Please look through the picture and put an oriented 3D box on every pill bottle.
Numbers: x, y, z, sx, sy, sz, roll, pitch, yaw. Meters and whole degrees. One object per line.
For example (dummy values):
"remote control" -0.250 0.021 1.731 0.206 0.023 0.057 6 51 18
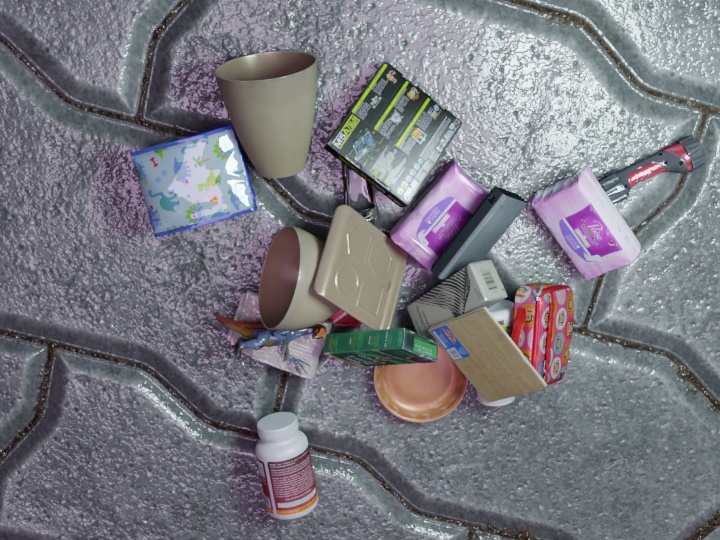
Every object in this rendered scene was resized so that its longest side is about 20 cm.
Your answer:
"pill bottle" 0.269 0.166 1.648 0.108 0.109 0.202 -6 105 1
"pill bottle" -0.158 0.407 1.708 0.112 0.113 0.202 -8 105 2

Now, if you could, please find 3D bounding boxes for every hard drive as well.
"hard drive" 0.228 -0.067 1.568 0.033 0.139 0.201 45 109 23

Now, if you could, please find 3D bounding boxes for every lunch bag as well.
"lunch bag" -0.308 -0.173 1.546 0.198 0.128 0.172 -12 105 13
"lunch bag" 0.346 0.124 1.595 0.081 0.175 0.202 8 98 39

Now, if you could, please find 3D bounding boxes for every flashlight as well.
"flashlight" 0.562 -0.188 1.578 0.199 0.068 0.068 -28 105 6

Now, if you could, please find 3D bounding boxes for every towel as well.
"towel" -0.167 0.129 1.667 0.198 0.035 0.134 21 105 -1

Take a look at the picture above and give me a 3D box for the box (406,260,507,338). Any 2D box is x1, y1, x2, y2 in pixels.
"box" 0.184 0.060 1.578 0.200 0.068 0.083 -40 68 44

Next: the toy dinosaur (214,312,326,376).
"toy dinosaur" -0.165 0.124 1.609 0.180 0.105 0.201 -30 87 -10

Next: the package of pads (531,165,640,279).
"package of pads" 0.435 -0.090 1.570 0.120 0.076 0.201 -27 106 44

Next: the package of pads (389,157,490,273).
"package of pads" 0.162 -0.105 1.592 0.120 0.076 0.200 38 102 -10

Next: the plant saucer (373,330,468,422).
"plant saucer" 0.125 0.218 1.699 0.198 0.037 0.202 0 104 -1

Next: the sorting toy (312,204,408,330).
"sorting toy" 0.000 0.000 1.552 0.199 0.036 0.187 33 63 -38

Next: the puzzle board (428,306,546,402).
"puzzle board" 0.241 0.162 1.549 0.150 0.017 0.200 -25 109 47

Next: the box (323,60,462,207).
"box" 0.063 -0.255 1.535 0.192 0.047 0.201 35 81 -8

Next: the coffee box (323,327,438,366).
"coffee box" 0.040 0.153 1.594 0.199 0.123 0.044 -8 68 38

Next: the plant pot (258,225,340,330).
"plant pot" -0.100 0.025 1.581 0.133 0.200 0.202 12 106 -27

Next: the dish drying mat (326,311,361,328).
"dish drying mat" -0.023 0.017 1.654 0.076 0.018 0.202 7 105 -1

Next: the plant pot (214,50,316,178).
"plant pot" -0.161 -0.280 1.504 0.185 0.188 0.202 -5 119 1

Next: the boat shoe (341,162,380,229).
"boat shoe" -0.003 -0.146 1.582 0.066 0.057 0.202 -9 100 2
